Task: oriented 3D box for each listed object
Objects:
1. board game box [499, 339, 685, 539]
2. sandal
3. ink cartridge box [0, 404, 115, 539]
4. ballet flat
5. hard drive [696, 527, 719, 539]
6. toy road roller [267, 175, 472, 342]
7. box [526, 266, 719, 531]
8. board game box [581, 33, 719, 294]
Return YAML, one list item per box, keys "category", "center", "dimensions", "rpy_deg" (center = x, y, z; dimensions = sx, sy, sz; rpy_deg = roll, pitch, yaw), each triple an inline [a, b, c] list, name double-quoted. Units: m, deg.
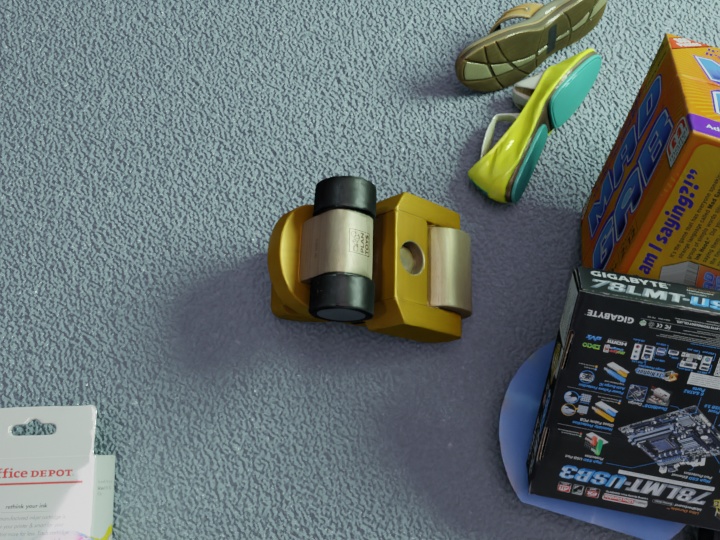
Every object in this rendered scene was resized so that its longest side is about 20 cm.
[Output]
- category: "board game box"
  center: [0.225, 0.159, 0.715]
  dimensions: [0.198, 0.039, 0.160]
  rpy_deg: [16, 70, 1]
- category: "sandal"
  center: [0.179, -0.258, 0.813]
  dimensions: [0.199, 0.081, 0.054]
  rpy_deg: [-33, 62, -12]
- category: "ink cartridge box"
  center: [-0.281, 0.223, 0.661]
  dimensions: [0.116, 0.067, 0.202]
  rpy_deg: [-1, 75, -2]
- category: "ballet flat"
  center: [0.178, -0.161, 0.793]
  dimensions: [0.067, 0.067, 0.201]
  rpy_deg: [27, 76, 27]
- category: "hard drive"
  center: [0.409, 0.235, 0.681]
  dimensions: [0.198, 0.033, 0.140]
  rpy_deg: [23, 54, 5]
- category: "toy road roller"
  center: [0.000, 0.000, 0.724]
  dimensions: [0.199, 0.145, 0.124]
  rpy_deg: [14, 69, -37]
- category: "box"
  center: [0.251, 0.110, 0.611]
  dimensions: [0.198, 0.050, 0.200]
  rpy_deg: [9, 117, 7]
- category: "board game box"
  center: [0.324, -0.050, 0.653]
  dimensions: [0.198, 0.201, 0.201]
  rpy_deg: [17, 39, 3]
